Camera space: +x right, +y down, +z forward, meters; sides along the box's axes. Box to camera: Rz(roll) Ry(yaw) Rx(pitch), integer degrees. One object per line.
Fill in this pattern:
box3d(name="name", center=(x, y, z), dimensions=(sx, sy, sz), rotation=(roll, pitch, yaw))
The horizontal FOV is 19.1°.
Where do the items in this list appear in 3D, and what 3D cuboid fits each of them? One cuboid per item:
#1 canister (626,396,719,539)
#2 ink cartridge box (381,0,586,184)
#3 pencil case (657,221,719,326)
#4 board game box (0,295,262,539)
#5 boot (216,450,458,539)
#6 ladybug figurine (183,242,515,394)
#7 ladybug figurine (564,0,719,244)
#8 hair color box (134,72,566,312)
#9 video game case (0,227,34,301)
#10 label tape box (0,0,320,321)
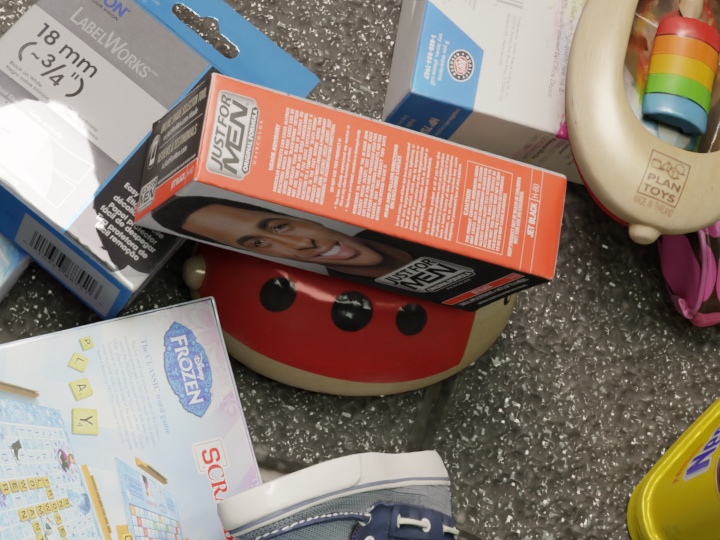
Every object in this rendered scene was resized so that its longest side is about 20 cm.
box3d(name="canister", center=(0.250, 0.101, 1.197), dimensions=(0.087, 0.200, 0.149), rotation=(47, 65, 1))
box3d(name="ink cartridge box", center=(0.123, -0.122, 1.306), dimensions=(0.200, 0.067, 0.116), rotation=(15, 69, -12))
box3d(name="pencil case", center=(0.278, -0.010, 1.311), dimensions=(0.200, 0.091, 0.094), rotation=(-1, 107, -16))
box3d(name="board game box", center=(-0.147, 0.131, 1.116), dimensions=(0.199, 0.041, 0.200), rotation=(-12, 82, -23))
box3d(name="boot", center=(0.002, 0.148, 1.127), dimensions=(0.200, 0.073, 0.090), rotation=(1, 68, -59))
box3d(name="ladybug figurine", center=(0.000, 0.000, 1.215), dimensions=(0.200, 0.072, 0.136), rotation=(-3, 73, -18))
box3d(name="ladybug figurine", center=(0.178, -0.104, 1.241), dimensions=(0.136, 0.072, 0.200), rotation=(23, 67, -10))
box3d(name="hair color box", center=(-0.005, -0.036, 1.110), dimensions=(0.200, 0.101, 0.061), rotation=(15, 73, -20))
box3d(name="video game case", center=(-0.268, -0.055, 1.172), dimensions=(0.200, 0.045, 0.181), rotation=(38, 66, -2))
box3d(name="label tape box", center=(-0.125, -0.094, 1.171), dimensions=(0.144, 0.063, 0.200), rotation=(39, 65, -1))
